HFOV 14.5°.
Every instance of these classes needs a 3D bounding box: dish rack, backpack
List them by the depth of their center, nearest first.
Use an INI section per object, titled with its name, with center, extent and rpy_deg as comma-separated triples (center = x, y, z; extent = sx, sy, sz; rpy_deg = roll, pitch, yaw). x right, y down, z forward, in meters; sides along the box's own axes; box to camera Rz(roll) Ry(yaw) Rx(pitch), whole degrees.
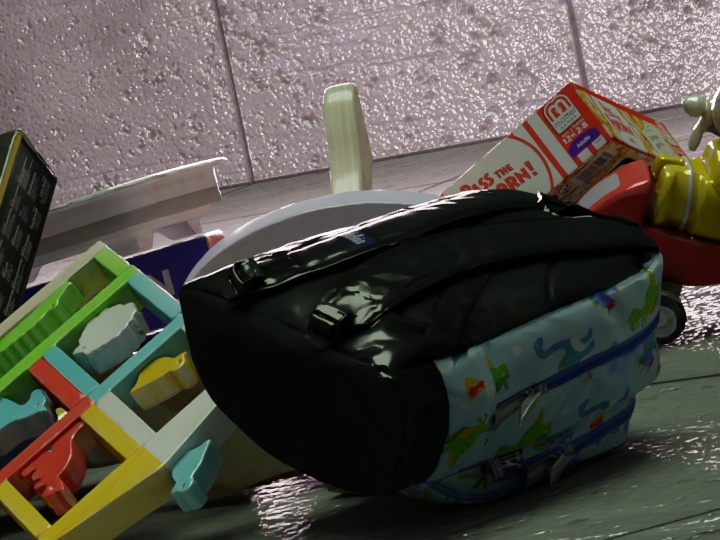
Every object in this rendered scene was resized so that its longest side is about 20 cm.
[backpack]
center = 0.047, 0.032, 1.288
extent = 0.200, 0.155, 0.163
rpy_deg = -34, 33, -30
[dish rack]
center = -0.185, -0.019, 1.749
extent = 0.199, 0.044, 0.172
rpy_deg = -16, 3, 16

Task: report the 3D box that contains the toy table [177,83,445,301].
[toy table]
center = 0.000, 0.000, 1.580
extent = 0.198, 0.185, 0.117
rpy_deg = 1, 23, 5

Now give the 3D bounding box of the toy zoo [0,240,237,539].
[toy zoo]
center = -0.127, 0.067, 1.359
extent = 0.131, 0.021, 0.200
rpy_deg = -41, 36, -10

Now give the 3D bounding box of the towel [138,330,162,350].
[towel]
center = -0.195, 0.079, 1.753
extent = 0.147, 0.050, 0.200
rpy_deg = -7, 8, 36

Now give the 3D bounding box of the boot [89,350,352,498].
[boot]
center = -0.029, 0.060, 1.428
extent = 0.200, 0.071, 0.144
rpy_deg = 8, 23, 30

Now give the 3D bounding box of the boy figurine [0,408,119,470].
[boy figurine]
center = -0.147, 0.088, 1.498
extent = 0.199, 0.065, 0.124
rpy_deg = -15, 6, -33

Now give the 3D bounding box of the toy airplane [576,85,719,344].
[toy airplane]
center = 0.240, -0.046, 1.604
extent = 0.199, 0.142, 0.199
rpy_deg = -27, 28, -38

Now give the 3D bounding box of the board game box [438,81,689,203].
[board game box]
center = 0.115, -0.038, 1.728
extent = 0.151, 0.046, 0.200
rpy_deg = -41, -17, 13

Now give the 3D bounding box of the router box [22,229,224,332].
[router box]
center = -0.180, 0.026, 1.815
extent = 0.199, 0.049, 0.179
rpy_deg = -17, 1, 0

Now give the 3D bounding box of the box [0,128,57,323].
[box]
center = -0.267, 0.020, 1.603
extent = 0.159, 0.049, 0.201
rpy_deg = -18, 38, 25
